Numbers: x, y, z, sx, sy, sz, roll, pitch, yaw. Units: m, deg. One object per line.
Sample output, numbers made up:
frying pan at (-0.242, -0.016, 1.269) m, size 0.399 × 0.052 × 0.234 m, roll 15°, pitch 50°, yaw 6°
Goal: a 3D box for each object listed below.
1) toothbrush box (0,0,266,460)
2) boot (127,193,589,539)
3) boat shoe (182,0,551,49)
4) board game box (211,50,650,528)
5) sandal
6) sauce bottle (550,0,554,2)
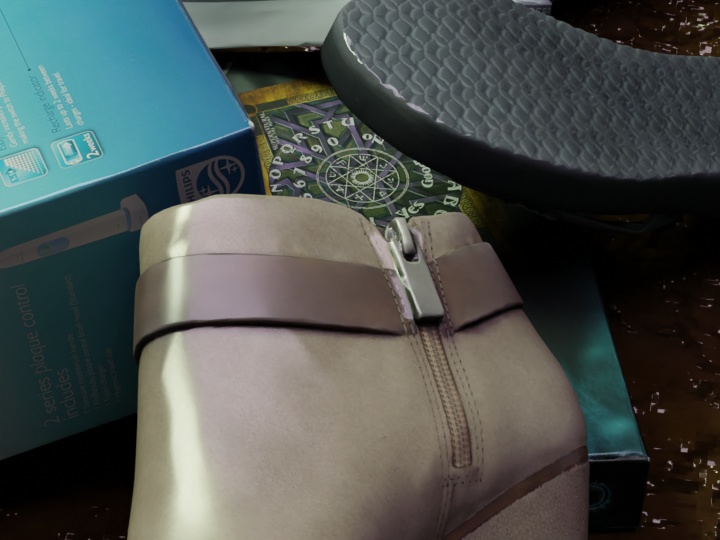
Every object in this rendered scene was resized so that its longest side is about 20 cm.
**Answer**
toothbrush box at (-0.137, -0.016, 0.736) m, size 0.199 × 0.086 × 0.147 m, roll -19°, pitch 42°, yaw -13°
boot at (-0.030, 0.054, 0.648) m, size 0.199 × 0.070 × 0.147 m, roll -1°, pitch 67°, yaw -35°
boat shoe at (-0.035, -0.100, 0.867) m, size 0.198 × 0.057 × 0.069 m, roll 1°, pitch 7°, yaw 18°
board game box at (0.000, 0.000, 0.799) m, size 0.134 × 0.028 × 0.201 m, roll -1°, pitch 38°, yaw -7°
sandal at (0.069, -0.036, 0.807) m, size 0.199 × 0.043 × 0.076 m, roll 10°, pitch 42°, yaw -39°
sauce bottle at (0.078, -0.134, 0.951) m, size 0.199 × 0.066 × 0.066 m, roll -28°, pitch 48°, yaw -32°
